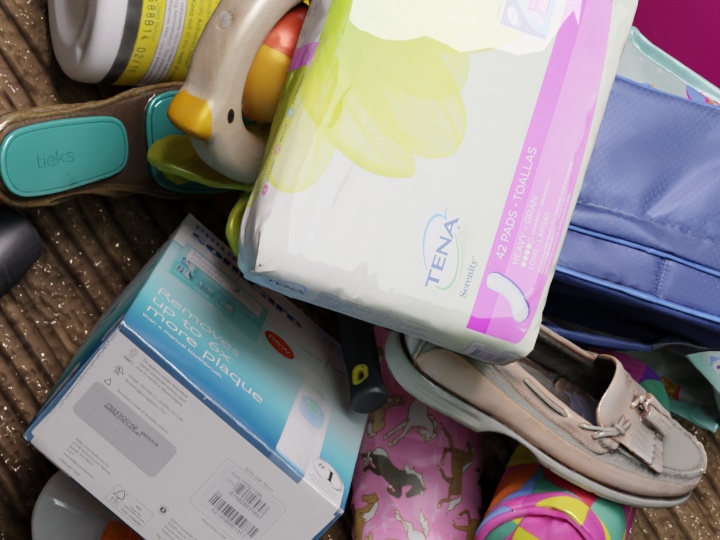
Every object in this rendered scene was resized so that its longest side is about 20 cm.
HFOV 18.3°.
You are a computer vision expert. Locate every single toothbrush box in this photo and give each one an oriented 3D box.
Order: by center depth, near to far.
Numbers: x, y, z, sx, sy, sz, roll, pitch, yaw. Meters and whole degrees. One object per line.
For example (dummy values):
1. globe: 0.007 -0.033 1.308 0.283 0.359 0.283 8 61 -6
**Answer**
1. toothbrush box: -0.077 0.071 1.178 0.146 0.200 0.085 41 105 -6

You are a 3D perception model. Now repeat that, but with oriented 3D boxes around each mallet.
1. mallet: -0.267 -0.051 1.217 0.200 0.041 0.066 38 61 -7
2. mallet: 0.000 0.000 1.243 0.066 0.200 0.041 -33 128 8

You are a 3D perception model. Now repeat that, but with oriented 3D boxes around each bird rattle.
1. bird rattle: -0.026 -0.104 1.175 0.113 0.163 0.200 40 93 27

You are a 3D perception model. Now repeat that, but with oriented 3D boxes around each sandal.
1. sandal: -0.101 0.144 1.228 0.206 0.059 0.079 25 110 -39

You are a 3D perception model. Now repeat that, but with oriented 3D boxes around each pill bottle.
1. pill bottle: -0.072 -0.159 1.292 0.199 0.111 0.112 1 76 -24

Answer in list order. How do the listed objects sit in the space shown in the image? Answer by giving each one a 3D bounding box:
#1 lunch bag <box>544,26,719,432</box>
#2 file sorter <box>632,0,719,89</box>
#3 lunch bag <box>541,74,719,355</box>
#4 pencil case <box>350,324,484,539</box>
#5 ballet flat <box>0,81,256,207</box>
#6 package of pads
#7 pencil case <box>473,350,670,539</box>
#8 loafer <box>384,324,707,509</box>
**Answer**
1. lunch bag: 0.189 -0.019 1.374 0.199 0.122 0.171 36 64 -6
2. file sorter: 0.228 -0.216 1.435 0.125 0.139 0.201 -19 85 -31
3. lunch bag: 0.138 -0.024 1.222 0.199 0.136 0.133 15 80 -15
4. pencil case: 0.039 0.081 1.300 0.086 0.083 0.202 3 73 5
5. ballet flat: -0.137 -0.070 1.255 0.199 0.072 0.068 -11 104 -37
6. package of pads: 0.035 -0.069 1.104 0.153 0.068 0.201 18 84 -10
7. pencil case: 0.121 0.123 1.272 0.088 0.088 0.200 47 33 -7
8. loafer: 0.110 0.066 1.187 0.199 0.063 0.072 25 33 -21
